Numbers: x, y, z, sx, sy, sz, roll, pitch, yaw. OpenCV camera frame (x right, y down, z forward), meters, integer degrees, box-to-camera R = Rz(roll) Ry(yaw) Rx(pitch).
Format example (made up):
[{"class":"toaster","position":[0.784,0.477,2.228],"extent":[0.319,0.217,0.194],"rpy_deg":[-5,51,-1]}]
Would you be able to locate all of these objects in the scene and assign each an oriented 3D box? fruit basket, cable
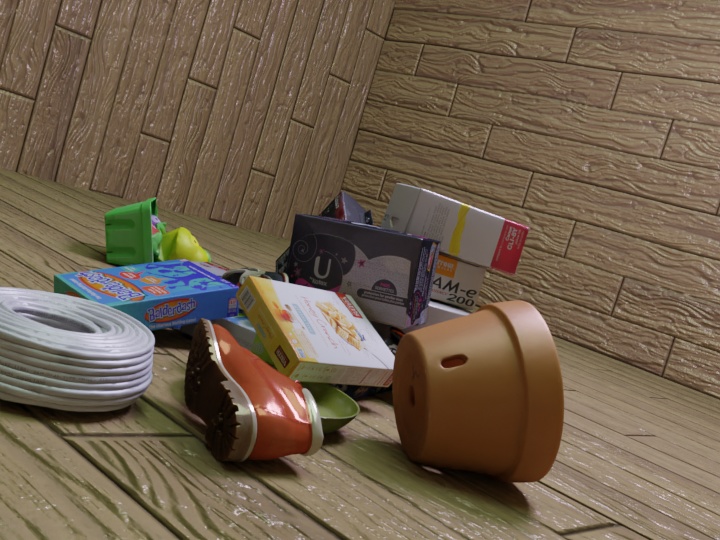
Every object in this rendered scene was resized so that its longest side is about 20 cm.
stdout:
[{"class":"fruit basket","position":[-0.396,-0.062,1.707],"extent":[0.211,0.159,0.216],"rpy_deg":[0,8,0]},{"class":"cable","position":[-0.290,0.071,0.804],"extent":[0.197,0.070,0.200],"rpy_deg":[16,4,-18]}]

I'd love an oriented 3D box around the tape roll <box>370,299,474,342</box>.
[{"class":"tape roll","position":[0.074,0.106,1.394],"extent":[0.199,0.142,0.203],"rpy_deg":[18,4,-1]}]

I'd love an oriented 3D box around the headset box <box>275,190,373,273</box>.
[{"class":"headset box","position":[-0.052,-0.025,1.425],"extent":[0.077,0.200,0.150],"rpy_deg":[37,20,-25]}]

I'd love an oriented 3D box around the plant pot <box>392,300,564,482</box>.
[{"class":"plant pot","position":[0.118,0.137,0.958],"extent":[0.137,0.204,0.200],"rpy_deg":[-1,9,-14]}]

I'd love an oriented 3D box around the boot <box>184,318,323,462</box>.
[{"class":"boot","position":[-0.108,0.116,0.837],"extent":[0.106,0.076,0.200],"rpy_deg":[8,24,-31]}]

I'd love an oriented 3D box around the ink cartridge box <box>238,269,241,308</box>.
[{"class":"ink cartridge box","position":[-0.112,0.084,1.453],"extent":[0.199,0.044,0.175],"rpy_deg":[12,39,-54]}]

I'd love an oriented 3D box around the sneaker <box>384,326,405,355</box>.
[{"class":"sneaker","position":[0.077,0.142,1.184],"extent":[0.111,0.078,0.200],"rpy_deg":[31,-1,-19]}]

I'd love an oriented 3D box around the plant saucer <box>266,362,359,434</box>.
[{"class":"plant saucer","position":[-0.098,0.141,0.965],"extent":[0.197,0.032,0.200],"rpy_deg":[17,5,-1]}]

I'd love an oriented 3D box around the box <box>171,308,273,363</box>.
[{"class":"box","position":[-0.159,0.093,1.225],"extent":[0.197,0.048,0.122],"rpy_deg":[20,4,21]}]

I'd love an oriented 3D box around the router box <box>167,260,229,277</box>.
[{"class":"router box","position":[-0.241,0.037,1.598],"extent":[0.197,0.050,0.179],"rpy_deg":[19,4,13]}]

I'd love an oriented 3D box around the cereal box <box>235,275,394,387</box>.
[{"class":"cereal box","position":[-0.050,0.080,1.093],"extent":[0.198,0.040,0.144],"rpy_deg":[11,34,-49]}]

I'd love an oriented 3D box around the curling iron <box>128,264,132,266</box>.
[{"class":"curling iron","position":[-0.332,0.037,1.343],"extent":[0.199,0.025,0.050],"rpy_deg":[31,-24,56]}]

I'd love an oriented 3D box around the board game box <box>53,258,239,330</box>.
[{"class":"board game box","position":[-0.283,0.033,1.144],"extent":[0.198,0.046,0.151],"rpy_deg":[-9,21,-40]}]

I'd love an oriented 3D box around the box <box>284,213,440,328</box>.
[{"class":"box","position":[0.000,0.000,1.256],"extent":[0.197,0.135,0.114],"rpy_deg":[13,4,20]}]

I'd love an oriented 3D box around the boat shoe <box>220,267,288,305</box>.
[{"class":"boat shoe","position":[-0.154,0.029,1.259],"extent":[0.062,0.073,0.199],"rpy_deg":[12,2,-23]}]

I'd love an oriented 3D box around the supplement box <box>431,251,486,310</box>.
[{"class":"supplement box","position":[0.098,-0.004,1.432],"extent":[0.124,0.075,0.199],"rpy_deg":[16,4,-27]}]

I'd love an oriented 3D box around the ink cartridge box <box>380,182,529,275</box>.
[{"class":"ink cartridge box","position":[0.149,-0.069,1.394],"extent":[0.197,0.085,0.145],"rpy_deg":[18,4,-16]}]

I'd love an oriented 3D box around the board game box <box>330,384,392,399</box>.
[{"class":"board game box","position":[-0.020,0.116,1.216],"extent":[0.136,0.035,0.199],"rpy_deg":[47,14,18]}]
